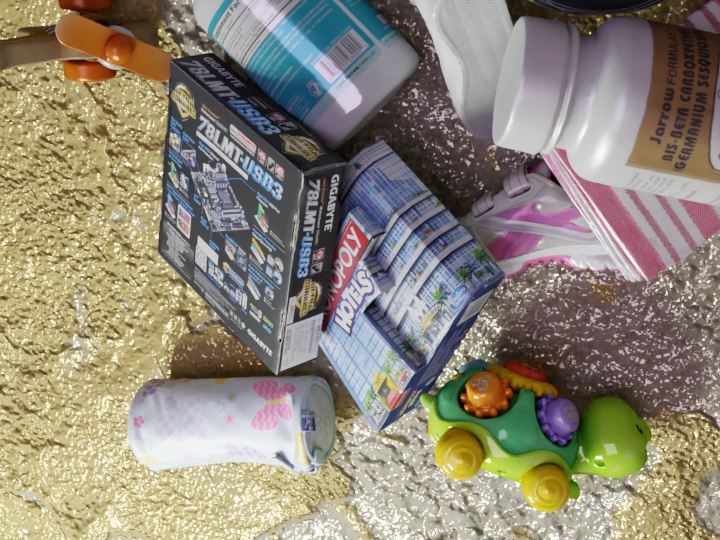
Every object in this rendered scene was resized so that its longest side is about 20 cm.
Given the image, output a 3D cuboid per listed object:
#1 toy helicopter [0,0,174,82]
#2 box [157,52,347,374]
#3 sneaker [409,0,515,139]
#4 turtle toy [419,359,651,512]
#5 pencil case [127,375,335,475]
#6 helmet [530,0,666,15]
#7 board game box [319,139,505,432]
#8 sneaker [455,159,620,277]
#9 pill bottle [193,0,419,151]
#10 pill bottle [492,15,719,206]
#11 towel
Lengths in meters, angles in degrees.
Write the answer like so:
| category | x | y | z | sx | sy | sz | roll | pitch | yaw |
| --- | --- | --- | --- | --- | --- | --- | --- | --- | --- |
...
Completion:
| category | x | y | z | sx | sy | sz | roll | pitch | yaw |
| --- | --- | --- | --- | --- | --- | --- | --- | --- | --- |
| toy helicopter | -0.245 | -0.181 | 0.899 | 0.132 | 0.200 | 0.079 | 17 | 116 | 31 |
| box | -0.098 | -0.049 | 0.916 | 0.200 | 0.050 | 0.199 | 41 | 134 | 36 |
| sneaker | 0.078 | -0.193 | 0.838 | 0.073 | 0.200 | 0.116 | -26 | 60 | 3 |
| turtle toy | 0.146 | 0.136 | 0.935 | 0.199 | 0.146 | 0.101 | 20 | 94 | -2 |
| pencil case | -0.122 | 0.147 | 1.051 | 0.199 | 0.083 | 0.091 | -2 | 88 | 21 |
| helmet | 0.163 | -0.262 | 0.727 | 0.190 | 0.200 | 0.201 | -5 | 109 | 33 |
| board game box | 0.000 | 0.000 | 0.911 | 0.200 | 0.062 | 0.200 | 48 | 143 | 18 |
| sneaker | 0.134 | -0.047 | 0.894 | 0.199 | 0.081 | 0.089 | -5 | 108 | 12 |
| pill bottle | -0.056 | -0.200 | 0.877 | 0.200 | 0.111 | 0.111 | 46 | 118 | -2 |
| pill bottle | 0.197 | -0.111 | 0.751 | 0.199 | 0.114 | 0.115 | 10 | 115 | -3 |
| towel | 0.245 | -0.103 | 0.826 | 0.200 | 0.030 | 0.147 | -36 | 97 | 2 |
